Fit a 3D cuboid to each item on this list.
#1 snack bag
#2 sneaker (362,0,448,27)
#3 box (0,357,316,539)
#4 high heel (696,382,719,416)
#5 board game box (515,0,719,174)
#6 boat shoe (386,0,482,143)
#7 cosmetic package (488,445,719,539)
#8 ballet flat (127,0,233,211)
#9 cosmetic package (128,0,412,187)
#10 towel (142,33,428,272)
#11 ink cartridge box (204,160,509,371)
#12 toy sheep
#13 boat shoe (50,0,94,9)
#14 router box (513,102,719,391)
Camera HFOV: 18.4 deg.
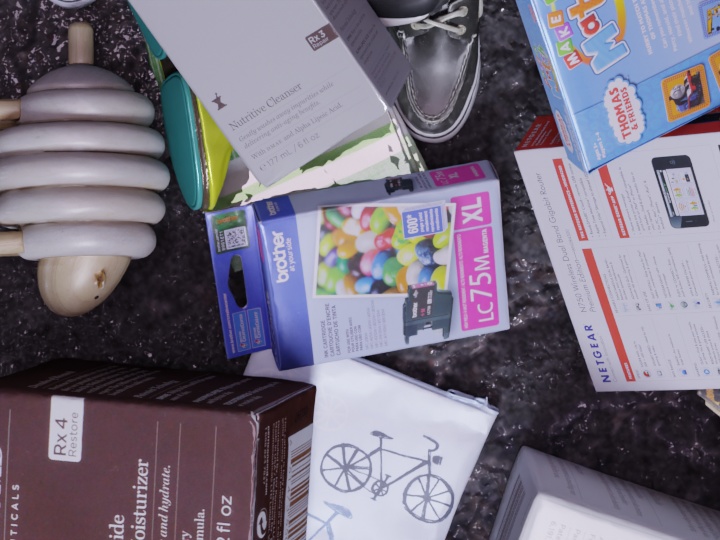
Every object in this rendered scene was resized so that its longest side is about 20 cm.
[{"bbox_3d":[-0.023,0.151,1.587,0.188,0.021,0.200,21,97,-2],"label":"snack bag"},{"bbox_3d":[-0.031,-0.226,1.469,0.200,0.088,0.076,26,79,23],"label":"sneaker"},{"bbox_3d":[-0.145,0.156,1.497,0.199,0.164,0.166,4,95,12],"label":"box"},{"bbox_3d":[0.339,0.067,1.542,0.200,0.071,0.143,20,103,-18],"label":"high heel"},{"bbox_3d":[0.200,-0.170,1.384,0.200,0.037,0.152,-27,120,-10],"label":"board game box"},{"bbox_3d":[0.049,-0.186,1.524,0.070,0.064,0.201,0,97,1],"label":"boat shoe"},{"bbox_3d":[0.182,0.240,1.521,0.199,0.167,0.167,19,96,-1],"label":"cosmetic package"},{"bbox_3d":[-0.110,-0.143,1.509,0.067,0.067,0.201,-18,92,-21],"label":"ballet flat"},{"bbox_3d":[-0.070,-0.171,1.433,0.113,0.081,0.200,-31,107,25],"label":"cosmetic package"},{"bbox_3d":[-0.057,-0.120,1.544,0.152,0.023,0.200,-23,92,7],"label":"towel"},{"bbox_3d":[0.000,0.000,1.527,0.199,0.042,0.120,-9,117,-6],"label":"ink cartridge box"},{"bbox_3d":[-0.195,-0.069,1.512,0.137,0.138,0.201,-1,90,1],"label":"toy sheep"},{"bbox_3d":[-0.174,-0.274,1.515,0.073,0.068,0.200,26,97,-2],"label":"boat shoe"},{"bbox_3d":[0.216,-0.015,1.476,0.179,0.049,0.200,-3,122,31],"label":"router box"}]
